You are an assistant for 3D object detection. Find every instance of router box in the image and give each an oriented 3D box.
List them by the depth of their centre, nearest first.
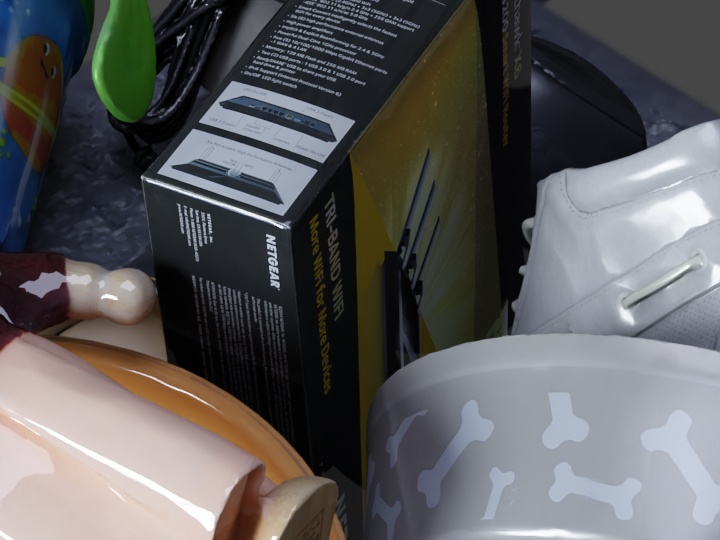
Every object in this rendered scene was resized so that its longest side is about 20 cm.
[{"bbox_3d":[0.000,0.000,0.842,0.052,0.200,0.157,19,50,21],"label":"router box"}]

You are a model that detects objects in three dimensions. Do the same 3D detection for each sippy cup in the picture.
[{"bbox_3d":[-0.167,-0.053,0.945,0.140,0.178,0.130,17,55,-24],"label":"sippy cup"}]

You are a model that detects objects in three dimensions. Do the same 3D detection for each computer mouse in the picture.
[{"bbox_3d":[-0.005,-0.053,0.958,0.200,0.046,0.140,38,97,17],"label":"computer mouse"}]

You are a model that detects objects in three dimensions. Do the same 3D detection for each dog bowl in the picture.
[{"bbox_3d":[0.091,0.092,0.770,0.200,0.200,0.059,11,62,9],"label":"dog bowl"}]

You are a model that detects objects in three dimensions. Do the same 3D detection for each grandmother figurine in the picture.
[{"bbox_3d":[-0.103,0.034,0.719,0.200,0.061,0.121,29,44,20],"label":"grandmother figurine"}]

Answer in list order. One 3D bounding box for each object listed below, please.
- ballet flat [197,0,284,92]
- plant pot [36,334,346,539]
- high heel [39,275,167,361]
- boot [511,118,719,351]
[{"bbox_3d":[0.025,-0.055,0.998,0.200,0.046,0.067,23,94,19],"label":"ballet flat"},{"bbox_3d":[-0.102,0.137,0.755,0.200,0.140,0.200,1,48,-1],"label":"plant pot"},{"bbox_3d":[-0.107,0.007,0.872,0.200,0.143,0.071,-14,49,-13],"label":"high heel"},{"bbox_3d":[0.076,0.017,0.824,0.073,0.200,0.096,-10,79,-34],"label":"boot"}]
